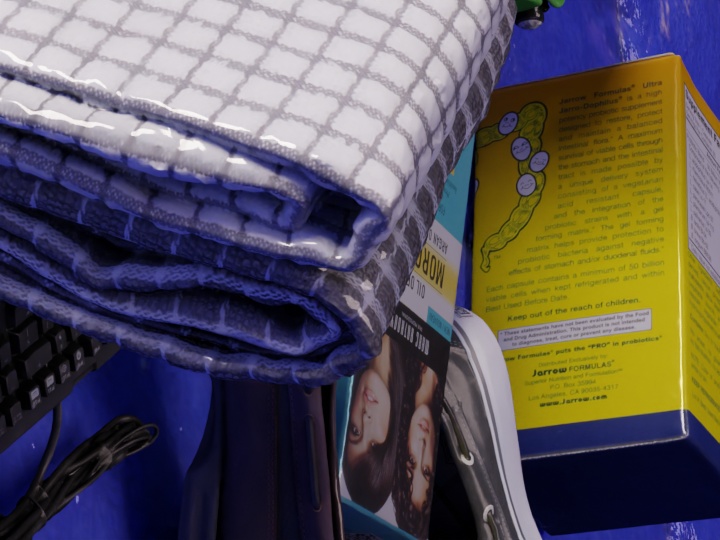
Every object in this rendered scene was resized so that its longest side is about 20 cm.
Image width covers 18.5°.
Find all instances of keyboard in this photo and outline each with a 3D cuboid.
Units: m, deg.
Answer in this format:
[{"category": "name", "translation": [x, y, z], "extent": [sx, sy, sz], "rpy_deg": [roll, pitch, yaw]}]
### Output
[{"category": "keyboard", "translation": [-0.086, 0.023, 0.648], "extent": [0.200, 0.021, 0.128], "rpy_deg": [-44, 142, -54]}]

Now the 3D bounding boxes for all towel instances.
[{"category": "towel", "translation": [-0.066, -0.062, 0.589], "extent": [0.166, 0.199, 0.086], "rpy_deg": [-64, 167, -47]}]

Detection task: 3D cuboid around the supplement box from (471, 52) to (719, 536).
[{"category": "supplement box", "translation": [0.122, 0.014, 1.072], "extent": [0.109, 0.109, 0.201], "rpy_deg": [44, 43, -54]}]

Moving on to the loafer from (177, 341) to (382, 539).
[{"category": "loafer", "translation": [-0.017, 0.033, 0.723], "extent": [0.072, 0.063, 0.201], "rpy_deg": [-46, 147, -69]}]

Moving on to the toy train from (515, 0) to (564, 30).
[{"category": "toy train", "translation": [0.073, -0.224, 1.145], "extent": [0.056, 0.042, 0.201], "rpy_deg": [14, 68, -53]}]

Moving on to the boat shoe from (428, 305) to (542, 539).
[{"category": "boat shoe", "translation": [0.039, 0.115, 0.913], "extent": [0.057, 0.068, 0.201], "rpy_deg": [-21, 99, -46]}]

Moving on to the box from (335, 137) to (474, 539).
[{"category": "box", "translation": [0.000, 0.000, 0.843], "extent": [0.082, 0.049, 0.201], "rpy_deg": [38, 55, -57]}]
